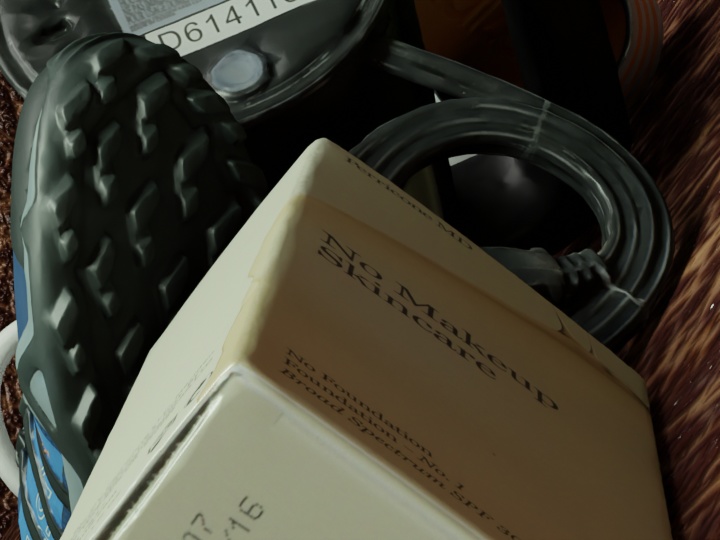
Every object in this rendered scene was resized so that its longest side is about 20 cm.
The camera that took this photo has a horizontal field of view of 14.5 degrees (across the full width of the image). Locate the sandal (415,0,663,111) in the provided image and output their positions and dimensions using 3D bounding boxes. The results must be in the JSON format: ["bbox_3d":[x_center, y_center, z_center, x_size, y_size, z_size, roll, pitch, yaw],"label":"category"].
[{"bbox_3d":[0.052,-0.074,0.930,0.079,0.059,0.207,-46,-27,12],"label":"sandal"}]

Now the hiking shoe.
[{"bbox_3d":[-0.065,0.038,0.720,0.074,0.201,0.087,-18,19,-35],"label":"hiking shoe"}]

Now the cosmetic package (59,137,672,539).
[{"bbox_3d":[0.003,0.047,0.574,0.073,0.103,0.200,-52,7,13],"label":"cosmetic package"}]

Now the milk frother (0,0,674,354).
[{"bbox_3d":[0.000,0.000,0.817,0.188,0.180,0.201,73,-170,-52],"label":"milk frother"}]

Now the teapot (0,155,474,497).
[{"bbox_3d":[-0.039,-0.012,1.099,0.198,0.146,0.200,-51,7,34],"label":"teapot"}]
